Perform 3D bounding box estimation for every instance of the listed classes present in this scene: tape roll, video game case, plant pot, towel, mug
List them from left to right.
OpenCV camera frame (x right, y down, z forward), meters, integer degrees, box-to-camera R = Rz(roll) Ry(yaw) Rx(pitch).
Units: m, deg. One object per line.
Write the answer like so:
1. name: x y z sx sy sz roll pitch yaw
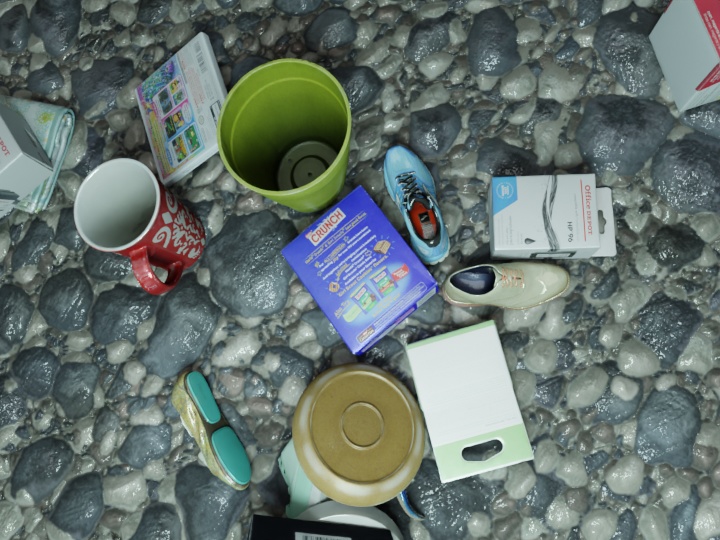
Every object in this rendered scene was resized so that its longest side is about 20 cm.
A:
1. towel: -0.629 -0.217 1.048 0.166 0.048 0.206 13 80 9
2. mug: -0.334 -0.051 0.895 0.129 0.200 0.183 5 79 8
3. video game case: -0.307 -0.280 1.001 0.179 0.024 0.205 -28 75 23
4. plant pot: -0.096 -0.183 0.894 0.194 0.193 0.207 -2 77 8
5. tape roll: -0.026 0.420 0.794 0.196 0.037 0.209 -1 103 -6
6. plant pot: 0.001 0.222 0.807 0.194 0.028 0.205 5 59 -9

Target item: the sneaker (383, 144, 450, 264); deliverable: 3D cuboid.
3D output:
1. sneaker: 0.092 -0.116 0.907 0.077 0.090 0.205 -23 75 2

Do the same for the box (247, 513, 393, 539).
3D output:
1. box: -0.063 0.437 0.715 0.191 0.118 0.206 10 101 -9

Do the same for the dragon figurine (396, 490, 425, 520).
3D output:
1. dragon figurine: 0.044 0.271 0.848 0.200 0.059 0.100 43 87 15

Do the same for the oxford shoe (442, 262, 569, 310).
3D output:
1. oxford shoe: 0.223 0.022 0.868 0.194 0.074 0.073 -8 77 6

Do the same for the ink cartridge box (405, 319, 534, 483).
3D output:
1. ink cartridge box: 0.160 0.192 0.855 0.141 0.048 0.206 -16 77 4

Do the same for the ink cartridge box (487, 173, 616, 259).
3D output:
1. ink cartridge box: 0.300 -0.082 0.883 0.193 0.068 0.120 -1 78 7

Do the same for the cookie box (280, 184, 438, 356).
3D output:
1. cookie box: 0.000 0.000 0.903 0.170 0.075 0.202 -38 76 -1

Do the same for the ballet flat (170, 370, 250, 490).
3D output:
1. ballet flat: -0.237 0.256 0.893 0.070 0.071 0.203 -32 77 0

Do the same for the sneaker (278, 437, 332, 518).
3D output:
1. sneaker: -0.088 0.344 0.858 0.117 0.072 0.206 30 106 48

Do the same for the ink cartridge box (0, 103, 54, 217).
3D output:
1. ink cartridge box: -0.653 -0.172 0.976 0.199 0.084 0.146 -40 74 -1

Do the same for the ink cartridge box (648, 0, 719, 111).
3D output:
1. ink cartridge box: 0.580 -0.365 0.864 0.195 0.145 0.149 -17 76 4
